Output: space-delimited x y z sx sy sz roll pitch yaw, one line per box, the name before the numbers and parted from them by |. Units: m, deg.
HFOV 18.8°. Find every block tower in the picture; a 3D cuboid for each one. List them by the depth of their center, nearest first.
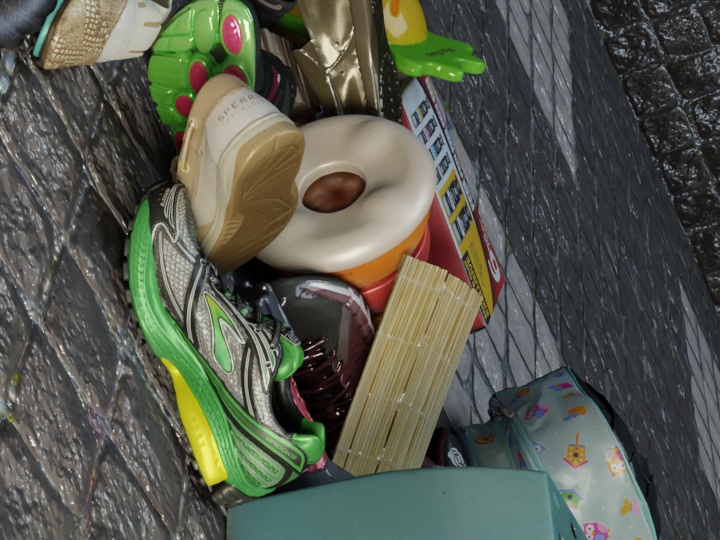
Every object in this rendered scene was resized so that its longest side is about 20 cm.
block tower | -0.089 -0.143 1.551 0.200 0.054 0.058 18 56 -72

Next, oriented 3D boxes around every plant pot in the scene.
plant pot | 0.038 0.204 1.308 0.141 0.200 0.141 -93 157 -45

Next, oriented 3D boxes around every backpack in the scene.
backpack | 0.173 0.187 1.852 0.200 0.153 0.176 -150 -141 -75

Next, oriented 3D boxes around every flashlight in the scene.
flashlight | -0.040 0.104 1.398 0.068 0.068 0.200 -108 177 -70

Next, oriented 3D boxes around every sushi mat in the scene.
sushi mat | 0.025 0.093 1.502 0.096 0.012 0.200 30 77 -46

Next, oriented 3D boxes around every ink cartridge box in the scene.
ink cartridge box | 0.037 -0.044 1.743 0.176 0.084 0.200 -61 131 -70

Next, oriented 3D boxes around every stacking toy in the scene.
stacking toy | 0.000 0.000 1.576 0.200 0.146 0.146 71 11 -45

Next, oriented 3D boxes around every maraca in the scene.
maraca | 0.001 -0.192 1.713 0.137 0.200 0.107 -32 142 -59

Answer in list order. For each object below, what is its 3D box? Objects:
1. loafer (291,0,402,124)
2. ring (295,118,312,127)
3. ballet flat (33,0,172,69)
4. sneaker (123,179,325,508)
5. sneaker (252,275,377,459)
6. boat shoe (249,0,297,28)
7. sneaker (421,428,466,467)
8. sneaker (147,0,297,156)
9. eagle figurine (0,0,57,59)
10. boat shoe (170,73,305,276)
loafer | -0.012 -0.153 1.613 0.076 0.067 0.200 -54 140 -68
ring | -0.027 -0.027 1.697 0.200 0.019 0.201 -19 90 -74
ballet flat | -0.148 -0.168 1.332 0.065 0.071 0.200 28 30 -10
sneaker | -0.080 0.037 1.313 0.200 0.085 0.078 67 16 -5
sneaker | -0.017 0.084 1.504 0.200 0.076 0.116 42 38 -58
boat shoe | -0.110 -0.248 1.594 0.200 0.057 0.067 53 24 -49
sneaker | 0.085 0.182 1.708 0.200 0.076 0.116 36 35 -64
sneaker | -0.086 -0.119 1.403 0.200 0.077 0.084 92 22 -59
eagle figurine | -0.214 -0.197 1.110 0.152 0.151 0.200 -64 -173 -12
boat shoe | -0.082 -0.059 1.348 0.069 0.074 0.200 53 -25 14
